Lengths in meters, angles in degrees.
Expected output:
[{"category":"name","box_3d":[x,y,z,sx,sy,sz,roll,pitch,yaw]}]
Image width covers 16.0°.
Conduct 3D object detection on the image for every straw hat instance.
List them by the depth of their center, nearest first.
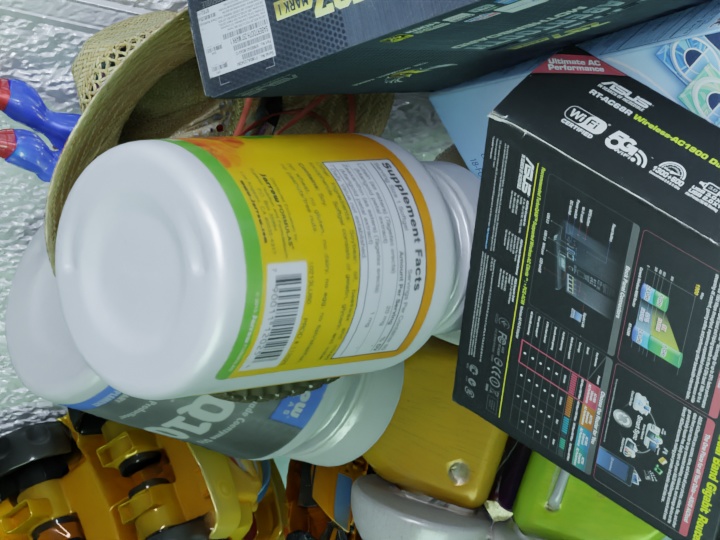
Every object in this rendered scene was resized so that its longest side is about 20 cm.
[{"category":"straw hat","box_3d":[-0.086,-0.077,1.194,0.201,0.085,0.201,-30,144,-24]}]

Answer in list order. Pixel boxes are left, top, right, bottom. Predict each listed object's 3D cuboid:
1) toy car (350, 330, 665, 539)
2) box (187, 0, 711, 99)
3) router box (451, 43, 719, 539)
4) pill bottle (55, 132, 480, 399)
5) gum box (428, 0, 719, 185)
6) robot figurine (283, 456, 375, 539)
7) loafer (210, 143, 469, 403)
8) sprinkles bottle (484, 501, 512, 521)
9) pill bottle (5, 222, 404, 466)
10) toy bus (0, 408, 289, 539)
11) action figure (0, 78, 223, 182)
[{"category":"toy car","box_3d":[0.095,0.092,1.475,0.200,0.175,0.150,18,-169,5]},{"category":"box","box_3d":[0.052,-0.119,1.071,0.200,0.051,0.158,-15,175,39]},{"category":"router box","box_3d":[0.124,0.017,1.134,0.062,0.150,0.200,-41,152,-33]},{"category":"pill bottle","box_3d":[-0.028,-0.006,1.153,0.200,0.111,0.111,-5,155,-47]},{"category":"gum box","box_3d":[0.145,-0.032,1.159,0.200,0.045,0.170,-9,117,53]},{"category":"robot figurine","box_3d":[-0.004,0.169,1.524,0.058,0.200,0.145,-7,154,29]},{"category":"loafer","box_3d":[0.000,0.000,1.293,0.200,0.067,0.076,-27,158,-8]},{"category":"sprinkles bottle","box_3d":[0.163,0.121,1.623,0.200,0.068,0.068,-10,149,2]},{"category":"pill bottle","box_3d":[-0.079,0.037,1.370,0.200,0.114,0.114,20,138,-41]},{"category":"toy bus","box_3d":[-0.110,0.145,1.540,0.192,0.136,0.200,5,146,-47]},{"category":"action figure","box_3d":[-0.123,-0.054,1.256,0.200,0.065,0.052,10,131,-26]}]
